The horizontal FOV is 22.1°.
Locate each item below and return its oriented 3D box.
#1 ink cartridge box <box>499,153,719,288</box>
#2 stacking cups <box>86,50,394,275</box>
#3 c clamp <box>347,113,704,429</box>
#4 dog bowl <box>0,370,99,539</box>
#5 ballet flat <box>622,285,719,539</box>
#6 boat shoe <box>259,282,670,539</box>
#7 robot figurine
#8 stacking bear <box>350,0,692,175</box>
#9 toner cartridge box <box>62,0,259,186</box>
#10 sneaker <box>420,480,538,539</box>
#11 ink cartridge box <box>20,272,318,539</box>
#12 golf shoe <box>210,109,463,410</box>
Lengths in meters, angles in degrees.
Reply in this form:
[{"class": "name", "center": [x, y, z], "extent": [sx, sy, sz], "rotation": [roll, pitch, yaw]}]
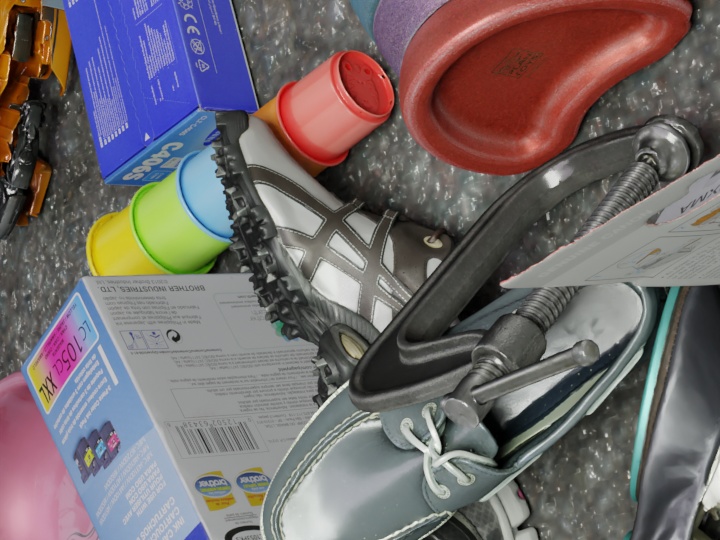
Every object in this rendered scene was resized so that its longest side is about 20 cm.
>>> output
[{"class": "ink cartridge box", "center": [0.156, -0.046, 0.593], "extent": [0.161, 0.199, 0.050], "rotation": [-34, 65, 41]}, {"class": "stacking cups", "center": [-0.060, -0.042, 0.935], "extent": [0.200, 0.060, 0.061], "rotation": [-30, 68, 40]}, {"class": "c clamp", "center": [0.073, -0.002, 0.712], "extent": [0.027, 0.200, 0.171], "rotation": [50, 139, -13]}, {"class": "dog bowl", "center": [-0.154, 0.137, 1.021], "extent": [0.200, 0.074, 0.201], "rotation": [0, 90, 47]}, {"class": "ballet flat", "center": [0.132, 0.103, 0.725], "extent": [0.073, 0.073, 0.201], "rotation": [20, 98, 45]}, {"class": "boat shoe", "center": [0.039, 0.058, 0.746], "extent": [0.200, 0.062, 0.073], "rotation": [-35, 86, 4]}, {"class": "robot figurine", "center": [-0.220, -0.115, 1.105], "extent": [0.145, 0.058, 0.201], "rotation": [20, 104, 46]}, {"class": "stacking bear", "center": [0.038, -0.160, 0.796], "extent": [0.121, 0.113, 0.201], "rotation": [-44, 55, 38]}, {"class": "toner cartridge box", "center": [-0.120, -0.156, 1.008], "extent": [0.095, 0.043, 0.201], "rotation": [-31, 67, 44]}, {"class": "sneaker", "center": [0.046, 0.181, 0.794], "extent": [0.074, 0.087, 0.201], "rotation": [-30, 69, 43]}, {"class": "ink cartridge box", "center": [-0.056, 0.098, 0.868], "extent": [0.076, 0.136, 0.200], "rotation": [-55, 53, 34]}, {"class": "golf shoe", "center": [0.000, 0.000, 0.852], "extent": [0.200, 0.094, 0.078], "rotation": [60, 167, 20]}]
